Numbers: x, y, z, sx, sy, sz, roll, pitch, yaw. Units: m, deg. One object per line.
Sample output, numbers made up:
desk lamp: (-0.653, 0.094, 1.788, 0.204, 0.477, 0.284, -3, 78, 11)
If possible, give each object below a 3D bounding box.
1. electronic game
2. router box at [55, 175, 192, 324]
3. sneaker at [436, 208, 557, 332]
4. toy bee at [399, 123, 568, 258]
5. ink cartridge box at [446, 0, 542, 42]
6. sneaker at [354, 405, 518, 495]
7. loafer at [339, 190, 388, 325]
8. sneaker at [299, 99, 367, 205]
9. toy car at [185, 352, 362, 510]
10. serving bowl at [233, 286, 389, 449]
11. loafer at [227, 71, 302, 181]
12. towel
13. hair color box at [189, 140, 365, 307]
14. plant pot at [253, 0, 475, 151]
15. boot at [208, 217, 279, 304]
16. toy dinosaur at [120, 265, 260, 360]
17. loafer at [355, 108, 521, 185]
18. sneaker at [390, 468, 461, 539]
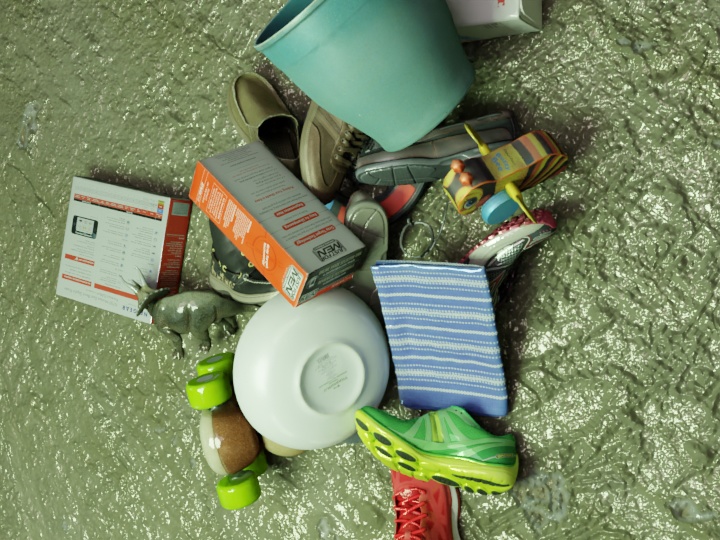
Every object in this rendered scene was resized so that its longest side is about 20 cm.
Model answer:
electronic game: (0.003, -0.149, 1.217, 0.198, 0.041, 0.203, -1, 88, 30)
router box: (-0.349, -0.033, 1.416, 0.198, 0.049, 0.182, 14, 96, 30)
sneaker: (0.151, 0.004, 1.113, 0.075, 0.080, 0.200, 49, 122, 5)
toy bee: (0.136, -0.090, 1.033, 0.130, 0.109, 0.201, 36, 79, 20)
ink cartridge box: (0.108, -0.345, 1.133, 0.198, 0.084, 0.147, -1, 90, 30)
sneaker: (0.088, 0.198, 1.130, 0.197, 0.075, 0.084, 18, 54, 7)
loafer: (0.000, 0.000, 1.199, 0.071, 0.063, 0.203, 1, 116, -11)
sneaker: (-0.020, -0.179, 1.169, 0.075, 0.070, 0.203, 5, 85, 33)
toy car: (-0.099, 0.184, 1.233, 0.197, 0.158, 0.167, -14, 102, 3)
serving bowl: (-0.046, 0.119, 1.137, 0.066, 0.198, 0.203, 18, 100, 63)
loafer: (-0.114, -0.185, 1.247, 0.202, 0.075, 0.068, 65, 145, 25)
towel: (0.092, 0.081, 1.119, 0.143, 0.024, 0.202, 3, 121, 29)
hair color box: (-0.099, -0.058, 1.136, 0.200, 0.101, 0.062, 45, 135, 21)
plant pot: (0.020, -0.242, 1.047, 0.199, 0.201, 0.188, -36, 111, 25)
boot: (-0.142, -0.043, 1.240, 0.199, 0.072, 0.153, 13, 112, 57)
toy dinosaur: (-0.226, 0.060, 1.302, 0.197, 0.103, 0.078, 2, 46, 17)
loafer: (0.090, -0.143, 1.133, 0.197, 0.072, 0.064, -7, 74, 6)
sneaker: (0.065, 0.296, 1.130, 0.078, 0.115, 0.202, -26, 77, 27)
